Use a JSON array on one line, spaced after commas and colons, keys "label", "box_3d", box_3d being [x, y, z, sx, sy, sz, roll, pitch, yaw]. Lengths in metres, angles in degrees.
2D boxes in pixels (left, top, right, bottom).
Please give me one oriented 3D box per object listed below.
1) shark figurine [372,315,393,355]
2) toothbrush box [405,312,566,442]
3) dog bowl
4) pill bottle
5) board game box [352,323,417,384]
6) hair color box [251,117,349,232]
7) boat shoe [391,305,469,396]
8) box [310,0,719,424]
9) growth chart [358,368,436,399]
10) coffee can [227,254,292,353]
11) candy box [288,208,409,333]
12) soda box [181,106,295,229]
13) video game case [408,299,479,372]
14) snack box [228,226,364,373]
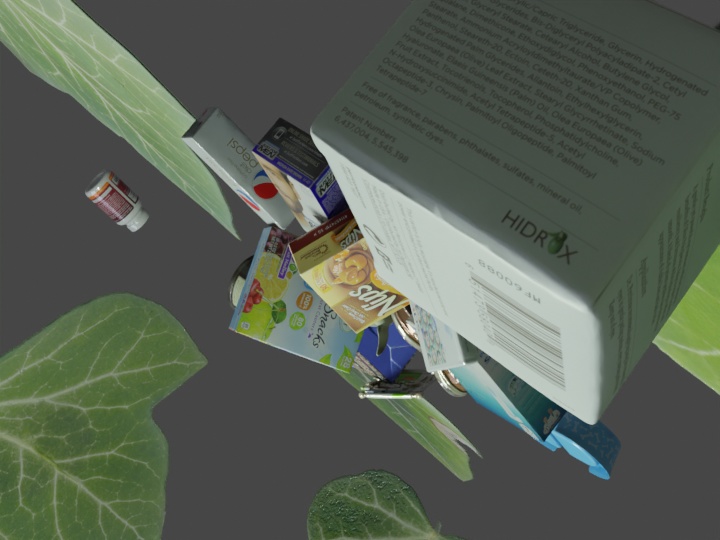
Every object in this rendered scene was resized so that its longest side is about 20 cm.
[{"label": "shark figurine", "box_3d": [-0.010, 0.040, 1.415, 0.088, 0.130, 0.215, 3, 152, 32]}, {"label": "toothbrush box", "box_3d": [0.173, 0.114, 1.244, 0.200, 0.086, 0.146, 47, 168, -33]}, {"label": "dog bowl", "box_3d": [0.294, 0.228, 1.377, 0.112, 0.050, 0.199, 48, 168, -32]}, {"label": "pill bottle", "box_3d": [-0.779, -0.222, 3.063, 0.200, 0.113, 0.112, 46, 167, -27]}, {"label": "board game box", "box_3d": [-0.002, 0.112, 1.794, 0.159, 0.097, 0.199, 44, 168, -19]}, {"label": "hair color box", "box_3d": [-0.053, -0.099, 1.237, 0.109, 0.065, 0.201, 34, 166, 31]}, {"label": "boat shoe", "box_3d": [0.119, 0.093, 1.422, 0.201, 0.076, 0.071, 51, 134, -7]}, {"label": "box", "box_3d": [0.109, -0.053, 0.581, 0.199, 0.172, 0.200, 35, 168, 26]}, {"label": "growth chart", "box_3d": [0.072, 0.210, 1.767, 0.142, 0.018, 0.200, -3, -172, 19]}, {"label": "coffee can", "box_3d": [-0.177, 0.072, 2.094, 0.199, 0.147, 0.147, 32, 167, 35]}, {"label": "candy box", "box_3d": [0.000, 0.000, 1.245, 0.200, 0.114, 0.056, 49, -165, -58]}, {"label": "soda box", "box_3d": [-0.173, -0.152, 1.428, 0.200, 0.064, 0.068, 45, 168, -23]}, {"label": "video game case", "box_3d": [0.082, 0.022, 1.096, 0.200, 0.023, 0.186, 133, 124, -79]}, {"label": "snack box", "box_3d": [-0.083, 0.046, 1.482, 0.197, 0.172, 0.068, 21, 175, -18]}]
